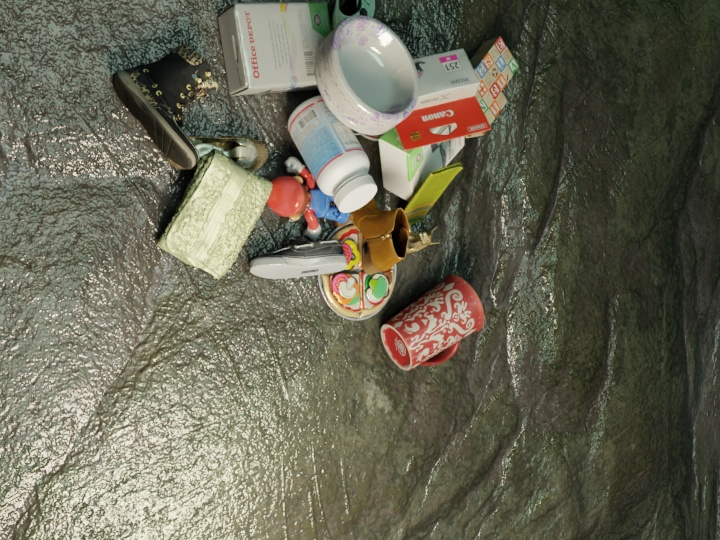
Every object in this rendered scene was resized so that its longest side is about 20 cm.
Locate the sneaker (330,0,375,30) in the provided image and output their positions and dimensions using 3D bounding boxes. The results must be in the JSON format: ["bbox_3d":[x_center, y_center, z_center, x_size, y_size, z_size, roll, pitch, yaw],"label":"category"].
[{"bbox_3d":[-0.005,-0.520,1.370,0.072,0.119,0.205,19,62,-4],"label":"sneaker"}]

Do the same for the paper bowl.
[{"bbox_3d":[0.004,-0.344,1.295,0.197,0.104,0.206,14,65,-33],"label":"paper bowl"}]

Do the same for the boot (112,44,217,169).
[{"bbox_3d":[-0.301,-0.282,1.199,0.200,0.073,0.150,46,60,8],"label":"boot"}]

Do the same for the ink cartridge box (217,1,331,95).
[{"bbox_3d":[-0.151,-0.409,1.315,0.196,0.087,0.150,-15,99,-35],"label":"ink cartridge box"}]

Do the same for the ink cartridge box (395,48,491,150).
[{"bbox_3d":[0.145,-0.338,1.401,0.195,0.044,0.177,-15,66,-13],"label":"ink cartridge box"}]

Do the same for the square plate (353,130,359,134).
[{"bbox_3d":[0.005,-0.378,1.457,0.196,0.028,0.205,-8,96,-34],"label":"square plate"}]

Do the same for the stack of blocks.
[{"bbox_3d":[0.280,-0.416,1.623,0.115,0.058,0.202,47,67,-26],"label":"stack of blocks"}]

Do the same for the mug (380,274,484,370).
[{"bbox_3d":[0.157,0.135,1.520,0.197,0.132,0.182,-29,105,-26],"label":"mug"}]

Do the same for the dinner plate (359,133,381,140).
[{"bbox_3d":[0.030,-0.365,1.444,0.196,0.024,0.207,-1,91,-35],"label":"dinner plate"}]

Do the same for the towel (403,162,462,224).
[{"bbox_3d":[0.136,-0.149,1.464,0.085,0.201,0.018,-23,73,-31],"label":"towel"}]

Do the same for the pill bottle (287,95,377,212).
[{"bbox_3d":[-0.050,-0.214,1.327,0.107,0.109,0.203,-18,69,-31],"label":"pill bottle"}]

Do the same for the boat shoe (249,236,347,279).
[{"bbox_3d":[-0.120,-0.030,1.361,0.195,0.072,0.070,-5,71,-23],"label":"boat shoe"}]

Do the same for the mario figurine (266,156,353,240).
[{"bbox_3d":[-0.108,-0.139,1.376,0.197,0.106,0.126,6,52,-44],"label":"mario figurine"}]

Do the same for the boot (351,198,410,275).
[{"bbox_3d":[0.042,-0.101,1.400,0.069,0.143,0.207,0,73,-30],"label":"boot"}]

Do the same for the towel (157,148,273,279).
[{"bbox_3d":[-0.251,-0.096,1.253,0.146,0.036,0.203,27,98,-33],"label":"towel"}]

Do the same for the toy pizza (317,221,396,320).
[{"bbox_3d":[0.000,0.000,1.464,0.196,0.031,0.207,-1,92,-34],"label":"toy pizza"}]

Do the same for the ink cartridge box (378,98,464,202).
[{"bbox_3d":[0.131,-0.267,1.476,0.201,0.083,0.147,-48,152,-23],"label":"ink cartridge box"}]

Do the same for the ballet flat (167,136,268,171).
[{"bbox_3d":[-0.244,-0.206,1.271,0.196,0.065,0.073,-10,97,-34],"label":"ballet flat"}]

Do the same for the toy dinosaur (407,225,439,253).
[{"bbox_3d":[0.119,-0.059,1.504,0.098,0.200,0.060,-2,96,9],"label":"toy dinosaur"}]
